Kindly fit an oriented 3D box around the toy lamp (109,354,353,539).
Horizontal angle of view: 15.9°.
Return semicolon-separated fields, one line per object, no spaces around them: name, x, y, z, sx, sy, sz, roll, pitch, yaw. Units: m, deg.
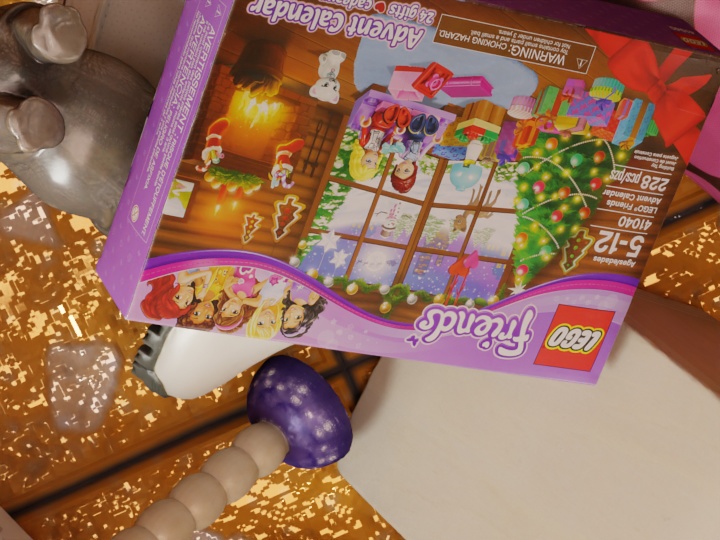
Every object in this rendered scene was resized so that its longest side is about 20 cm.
toy lamp;-0.084;0.108;0.996;0.200;0.058;0.059;-40;114;-32

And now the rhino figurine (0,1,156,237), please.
rhino figurine;-0.122;-0.067;0.937;0.199;0.087;0.060;36;79;-18

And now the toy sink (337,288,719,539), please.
toy sink;0.105;0.082;1.030;0.112;0.200;0.131;16;107;-43

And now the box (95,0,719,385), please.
box;0.020;-0.037;0.908;0.199;0.039;0.138;8;114;-29

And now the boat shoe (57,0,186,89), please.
boat shoe;-0.058;-0.132;0.970;0.071;0.070;0.201;27;102;-15

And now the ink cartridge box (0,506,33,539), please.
ink cartridge box;-0.176;0.153;1.036;0.116;0.067;0.200;-42;94;7

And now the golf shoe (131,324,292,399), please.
golf shoe;0.000;0.000;1.000;0.200;0.077;0.088;-37;82;12

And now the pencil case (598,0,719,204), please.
pencil case;0.149;-0.069;1.008;0.200;0.091;0.094;37;132;-19
